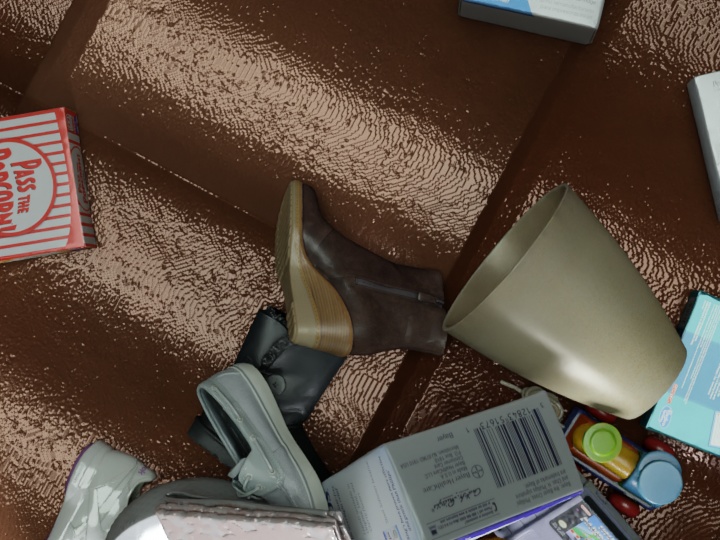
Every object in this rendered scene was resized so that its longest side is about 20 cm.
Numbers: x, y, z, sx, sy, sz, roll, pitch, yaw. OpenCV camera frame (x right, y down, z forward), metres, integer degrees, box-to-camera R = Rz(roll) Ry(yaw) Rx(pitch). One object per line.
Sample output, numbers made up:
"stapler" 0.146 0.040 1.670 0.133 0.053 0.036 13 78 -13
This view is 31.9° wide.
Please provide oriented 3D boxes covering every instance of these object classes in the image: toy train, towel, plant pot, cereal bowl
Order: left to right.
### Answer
"cereal bowl" -0.163 0.283 1.283 0.200 0.083 0.200 -3 125 -4
"towel" -0.077 0.285 1.180 0.200 0.032 0.191 0 128 28
"plant pot" 0.217 0.049 1.243 0.200 0.187 0.187 39 92 -3
"toy train" 0.227 0.168 1.259 0.200 0.116 0.085 33 85 4

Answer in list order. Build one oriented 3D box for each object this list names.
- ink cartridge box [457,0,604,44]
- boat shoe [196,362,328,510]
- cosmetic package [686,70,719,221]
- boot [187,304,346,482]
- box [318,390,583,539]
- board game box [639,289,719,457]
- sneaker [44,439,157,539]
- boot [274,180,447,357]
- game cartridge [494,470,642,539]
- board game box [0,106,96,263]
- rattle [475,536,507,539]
"ink cartridge box" 0.192 -0.351 1.292 0.145 0.084 0.200 13 90 5
"boat shoe" -0.099 0.188 1.223 0.071 0.070 0.201 -19 71 -32
"cosmetic package" 0.451 -0.145 1.286 0.200 0.052 0.151 -12 90 4
"boot" -0.060 0.150 1.303 0.200 0.076 0.168 34 95 10
"box" 0.075 0.210 1.194 0.184 0.200 0.105 -14 75 -28
"board game box" 0.408 0.127 1.285 0.200 0.047 0.151 22 90 4
"sneaker" -0.277 0.284 1.316 0.099 0.075 0.200 20 90 5
"boot" 0.000 0.000 1.311 0.166 0.072 0.200 3 60 -19
"game cartridge" 0.229 0.294 1.267 0.200 0.038 0.130 49 136 4
"board game box" -0.394 -0.083 1.348 0.200 0.046 0.152 -10 88 4
"rattle" 0.085 0.385 1.298 0.143 0.130 0.200 -19 103 -39
